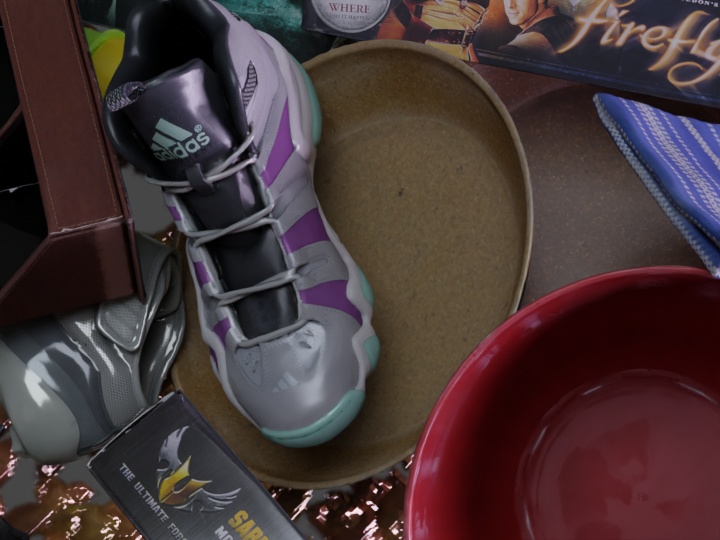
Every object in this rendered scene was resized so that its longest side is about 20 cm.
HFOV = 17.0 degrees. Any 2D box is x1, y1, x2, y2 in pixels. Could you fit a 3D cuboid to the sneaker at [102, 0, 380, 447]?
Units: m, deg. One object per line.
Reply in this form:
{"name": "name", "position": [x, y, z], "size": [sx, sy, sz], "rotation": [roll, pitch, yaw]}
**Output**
{"name": "sneaker", "position": [-0.062, -0.032, 0.982], "size": [0.078, 0.140, 0.200], "rotation": [-25, 60, 14]}

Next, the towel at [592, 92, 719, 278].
{"name": "towel", "position": [0.206, -0.022, 0.981], "size": [0.200, 0.024, 0.145], "rotation": [11, 25, -22]}

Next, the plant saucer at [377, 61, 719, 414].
{"name": "plant saucer", "position": [0.109, -0.024, 1.075], "size": [0.200, 0.037, 0.201], "rotation": [-3, 67, 6]}

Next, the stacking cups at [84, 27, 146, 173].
{"name": "stacking cups", "position": [-0.174, -0.106, 1.135], "size": [0.200, 0.061, 0.061], "rotation": [21, 71, 16]}

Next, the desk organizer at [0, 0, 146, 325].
{"name": "desk organizer", "position": [-0.154, -0.079, 1.044], "size": [0.077, 0.072, 0.200], "rotation": [-13, 63, -7]}

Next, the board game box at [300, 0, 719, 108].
{"name": "board game box", "position": [0.083, -0.154, 1.049], "size": [0.200, 0.035, 0.136], "rotation": [11, 105, 7]}

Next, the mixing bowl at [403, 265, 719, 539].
{"name": "mixing bowl", "position": [0.118, 0.095, 0.965], "size": [0.200, 0.108, 0.200], "rotation": [0, 92, 2]}

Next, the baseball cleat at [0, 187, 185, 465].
{"name": "baseball cleat", "position": [-0.138, -0.014, 1.086], "size": [0.106, 0.070, 0.200], "rotation": [-23, 76, 7]}

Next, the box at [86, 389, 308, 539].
{"name": "box", "position": [-0.014, 0.155, 0.947], "size": [0.048, 0.158, 0.200], "rotation": [-39, 67, -7]}

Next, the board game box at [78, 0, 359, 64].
{"name": "board game box", "position": [-0.056, -0.167, 1.120], "size": [0.200, 0.028, 0.135], "rotation": [13, 107, 16]}

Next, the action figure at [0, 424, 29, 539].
{"name": "action figure", "position": [-0.144, 0.152, 0.989], "size": [0.119, 0.200, 0.102], "rotation": [-1, 25, 33]}

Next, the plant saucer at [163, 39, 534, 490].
{"name": "plant saucer", "position": [0.000, 0.000, 1.044], "size": [0.200, 0.035, 0.200], "rotation": [-14, 66, 34]}
